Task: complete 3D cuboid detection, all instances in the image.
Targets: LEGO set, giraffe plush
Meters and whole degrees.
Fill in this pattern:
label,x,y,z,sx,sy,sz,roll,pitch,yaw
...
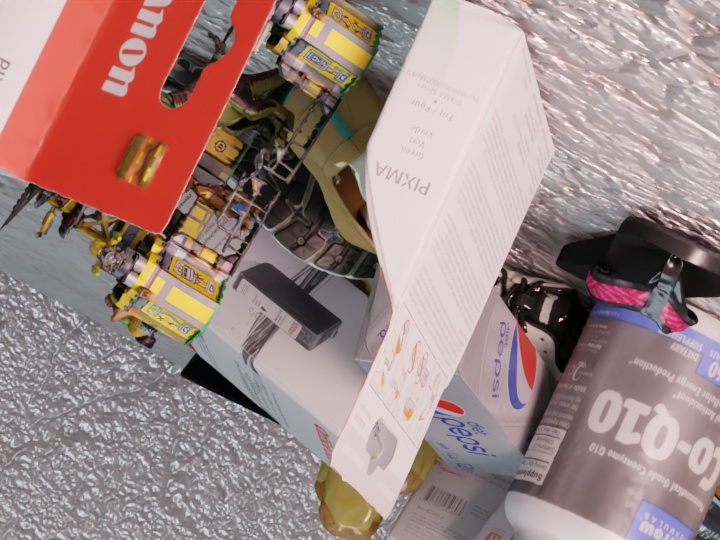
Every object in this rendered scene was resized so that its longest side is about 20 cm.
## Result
label,x,y,z,sx,sy,sz,roll,pitch,yaw
LEGO set,-0.092,-0.075,0.910,0.115,0.201,0.154,31,-170,-19
giraffe plush,-0.013,0.086,1.579,0.161,0.201,0.173,33,-166,-11

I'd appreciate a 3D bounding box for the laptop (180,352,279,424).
label,x,y,z,sx,sy,sz,roll,pitch,yaw
laptop,-0.053,0.110,1.969,0.186,0.117,0.200,25,171,13

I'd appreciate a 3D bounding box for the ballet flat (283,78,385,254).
label,x,y,z,sx,sy,sz,roll,pitch,yaw
ballet flat,0.013,-0.040,1.086,0.063,0.069,0.200,52,-175,30

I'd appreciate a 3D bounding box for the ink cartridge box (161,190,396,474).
label,x,y,z,sx,sy,sz,roll,pitch,yaw
ink cartridge box,-0.050,0.040,1.301,0.200,0.084,0.144,40,168,17

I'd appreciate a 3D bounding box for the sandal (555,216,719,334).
label,x,y,z,sx,sy,sz,roll,pitch,yaw
sandal,0.152,0.010,1.071,0.075,0.045,0.200,28,171,-8

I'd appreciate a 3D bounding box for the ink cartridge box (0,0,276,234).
label,x,y,z,sx,sy,sz,roll,pitch,yaw
ink cartridge box,-0.131,-0.122,0.782,0.199,0.161,0.047,22,171,26

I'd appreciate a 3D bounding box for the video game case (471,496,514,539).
label,x,y,z,sx,sy,sz,roll,pitch,yaw
video game case,0.209,0.188,1.467,0.199,0.181,0.046,19,144,35

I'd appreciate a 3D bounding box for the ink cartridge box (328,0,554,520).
label,x,y,z,sx,sy,sz,roll,pitch,yaw
ink cartridge box,0.024,0.000,0.891,0.050,0.201,0.161,24,170,16

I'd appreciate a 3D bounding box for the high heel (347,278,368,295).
label,x,y,z,sx,sy,sz,roll,pitch,yaw
high heel,0.000,0.000,1.353,0.199,0.068,0.096,27,-178,20

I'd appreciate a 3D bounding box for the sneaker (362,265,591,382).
label,x,y,z,sx,sy,sz,roll,pitch,yaw
sneaker,0.093,0.020,1.267,0.199,0.076,0.087,29,154,-26

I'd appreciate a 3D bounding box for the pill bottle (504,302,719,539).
label,x,y,z,sx,sy,sz,roll,pitch,yaw
pill bottle,0.155,0.121,1.186,0.113,0.202,0.114,25,171,4

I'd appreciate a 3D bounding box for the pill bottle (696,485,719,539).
label,x,y,z,sx,sy,sz,roll,pitch,yaw
pill bottle,0.225,0.136,1.325,0.106,0.107,0.200,28,161,-10

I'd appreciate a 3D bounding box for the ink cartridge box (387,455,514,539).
label,x,y,z,sx,sy,sz,roll,pitch,yaw
ink cartridge box,0.113,0.176,1.582,0.116,0.201,0.068,24,145,15

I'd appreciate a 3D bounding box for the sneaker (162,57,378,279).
label,x,y,z,sx,sy,sz,roll,pitch,yaw
sneaker,-0.055,-0.064,1.202,0.199,0.079,0.089,33,-179,0

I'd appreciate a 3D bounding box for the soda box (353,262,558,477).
label,x,y,z,sx,sy,sz,roll,pitch,yaw
soda box,0.063,0.063,1.187,0.068,0.064,0.200,7,159,23
